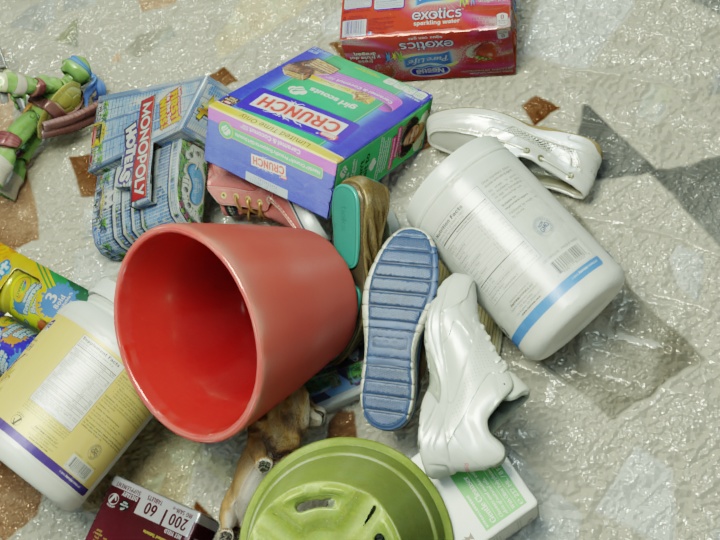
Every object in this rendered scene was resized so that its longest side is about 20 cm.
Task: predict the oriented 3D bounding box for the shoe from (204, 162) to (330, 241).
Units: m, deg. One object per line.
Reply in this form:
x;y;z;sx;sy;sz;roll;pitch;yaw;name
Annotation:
-0.111;-0.079;1.162;0.091;0.072;0.201;-34;53;0;shoe

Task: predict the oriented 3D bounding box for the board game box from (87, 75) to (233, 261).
-0.227;-0.133;1.176;0.199;0.061;0.202;-17;61;36;board game box

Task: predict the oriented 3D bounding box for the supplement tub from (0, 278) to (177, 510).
-0.283;0.124;1.047;0.145;0.146;0.201;30;69;22;supplement tub

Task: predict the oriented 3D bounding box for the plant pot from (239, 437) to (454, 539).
-0.019;0.234;0.843;0.198;0.190;0.202;-1;78;3;plant pot

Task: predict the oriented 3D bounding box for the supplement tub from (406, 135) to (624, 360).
0.155;-0.022;1.036;0.132;0.132;0.200;-39;71;-6;supplement tub

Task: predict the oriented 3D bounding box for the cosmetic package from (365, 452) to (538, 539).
0.061;0.243;0.982;0.199;0.085;0.108;-35;68;-5;cosmetic package

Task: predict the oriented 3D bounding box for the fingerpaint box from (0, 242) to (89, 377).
-0.397;0.090;1.156;0.166;0.073;0.201;25;75;20;fingerpaint box

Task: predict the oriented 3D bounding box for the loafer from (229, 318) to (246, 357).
-0.165;0.058;1.117;0.069;0.075;0.202;-18;65;0;loafer

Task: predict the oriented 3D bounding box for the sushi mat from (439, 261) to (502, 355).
0.115;0.000;1.113;0.095;0.012;0.202;5;68;14;sushi mat

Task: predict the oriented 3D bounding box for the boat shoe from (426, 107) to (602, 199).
0.160;-0.124;1.123;0.198;0.071;0.070;14;69;17;boat shoe

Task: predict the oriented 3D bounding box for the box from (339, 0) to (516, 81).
0.082;-0.289;1.197;0.198;0.096;0.101;-2;67;12;box

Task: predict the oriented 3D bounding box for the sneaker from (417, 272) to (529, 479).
0.109;0.097;0.959;0.098;0.078;0.202;-2;65;13;sneaker

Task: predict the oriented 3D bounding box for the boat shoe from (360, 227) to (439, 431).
0.038;0.059;1.031;0.071;0.072;0.202;10;83;12;boat shoe

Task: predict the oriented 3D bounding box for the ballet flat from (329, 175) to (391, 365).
0.000;0.000;1.059;0.068;0.072;0.202;22;113;43;ballet flat

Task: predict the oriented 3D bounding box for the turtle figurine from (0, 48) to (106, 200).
-0.431;-0.201;1.254;0.143;0.199;0.195;8;69;53;turtle figurine

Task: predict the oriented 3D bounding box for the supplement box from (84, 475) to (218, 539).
-0.236;0.322;1.029;0.108;0.061;0.202;17;73;18;supplement box

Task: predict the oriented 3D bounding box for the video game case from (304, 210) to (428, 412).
-0.024;0.052;1.110;0.198;0.023;0.184;-23;64;6;video game case

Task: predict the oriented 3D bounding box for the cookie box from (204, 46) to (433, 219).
-0.043;-0.157;1.129;0.170;0.076;0.200;26;41;21;cookie box

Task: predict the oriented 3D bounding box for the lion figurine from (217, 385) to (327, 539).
-0.104;0.211;1.026;0.072;0.123;0.201;30;102;-19;lion figurine

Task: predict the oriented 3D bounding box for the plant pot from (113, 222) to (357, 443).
-0.108;0.042;0.992;0.199;0.177;0.203;10;107;36;plant pot
